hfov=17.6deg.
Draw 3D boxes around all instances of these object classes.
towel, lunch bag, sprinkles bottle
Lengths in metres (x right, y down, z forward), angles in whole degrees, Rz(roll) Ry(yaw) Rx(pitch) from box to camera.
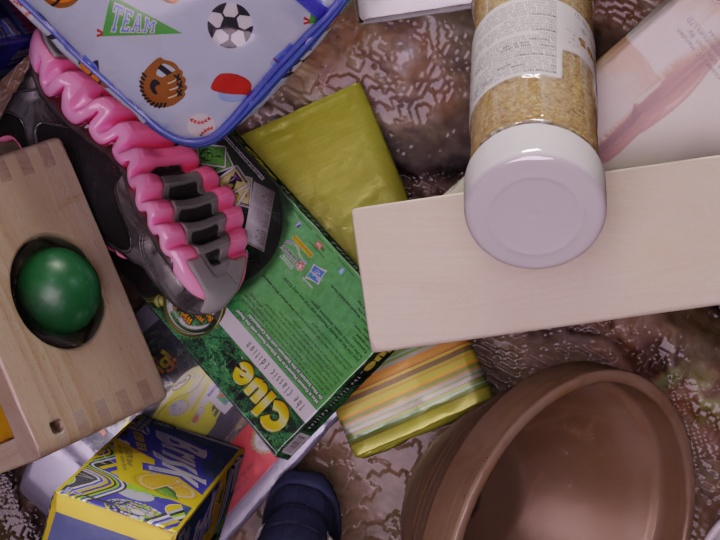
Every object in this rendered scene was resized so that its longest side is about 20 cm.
[{"bbox_3d":[0.000,0.000,1.326,0.086,0.018,0.201,-23,79,4],"label":"towel"},{"bbox_3d":[-0.102,-0.177,1.216,0.200,0.076,0.160,44,109,-4],"label":"lunch bag"},{"bbox_3d":[0.087,-0.085,1.169,0.068,0.200,0.069,2,127,2],"label":"sprinkles bottle"}]

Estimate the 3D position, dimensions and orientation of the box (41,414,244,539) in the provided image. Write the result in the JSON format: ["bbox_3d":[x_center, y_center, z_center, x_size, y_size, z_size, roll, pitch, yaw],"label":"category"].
[{"bbox_3d":[-0.117,0.135,1.254,0.070,0.200,0.065,17,99,4],"label":"box"}]

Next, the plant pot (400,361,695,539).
[{"bbox_3d":[0.089,0.142,1.298,0.093,0.200,0.202,19,103,46],"label":"plant pot"}]

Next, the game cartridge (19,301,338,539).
[{"bbox_3d":[-0.102,0.089,1.365,0.133,0.041,0.200,42,101,4],"label":"game cartridge"}]

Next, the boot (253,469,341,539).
[{"bbox_3d":[-0.038,0.215,1.360,0.072,0.091,0.201,11,128,3],"label":"boot"}]

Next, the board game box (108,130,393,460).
[{"bbox_3d":[-0.069,-0.001,1.313,0.105,0.023,0.200,-44,67,6],"label":"board game box"}]

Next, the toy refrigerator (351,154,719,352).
[{"bbox_3d":[0.101,-0.010,1.207,0.199,0.070,0.076,-9,91,7],"label":"toy refrigerator"}]

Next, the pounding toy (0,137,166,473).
[{"bbox_3d":[-0.220,0.020,1.259,0.200,0.142,0.185,-22,92,43],"label":"pounding toy"}]

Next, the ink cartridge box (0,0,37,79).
[{"bbox_3d":[-0.261,-0.111,1.305,0.200,0.136,0.076,-43,92,11],"label":"ink cartridge box"}]

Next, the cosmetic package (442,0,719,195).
[{"bbox_3d":[0.145,-0.073,1.277,0.200,0.103,0.087,-42,91,9],"label":"cosmetic package"}]

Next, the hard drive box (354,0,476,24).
[{"bbox_3d":[0.063,-0.245,1.276,0.155,0.077,0.201,-7,96,8],"label":"hard drive box"}]

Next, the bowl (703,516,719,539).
[{"bbox_3d":[0.309,0.177,1.305,0.200,0.075,0.200,-32,93,9],"label":"bowl"}]

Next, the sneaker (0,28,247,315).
[{"bbox_3d":[-0.139,-0.042,1.308,0.095,0.079,0.200,-48,63,26],"label":"sneaker"}]
